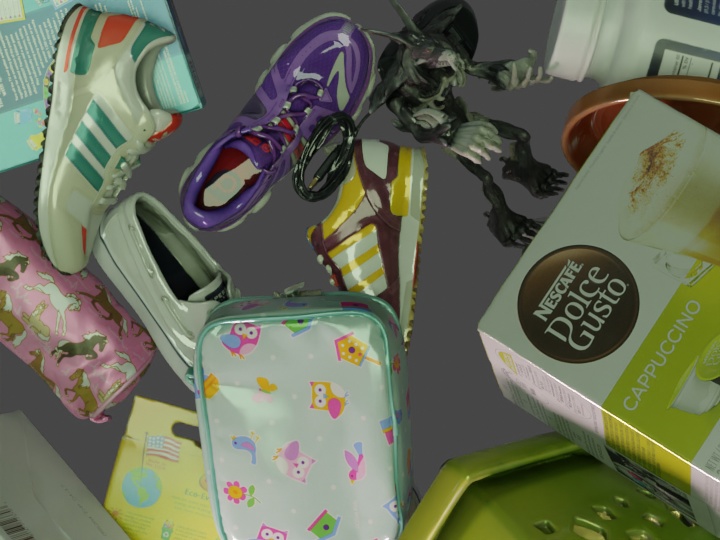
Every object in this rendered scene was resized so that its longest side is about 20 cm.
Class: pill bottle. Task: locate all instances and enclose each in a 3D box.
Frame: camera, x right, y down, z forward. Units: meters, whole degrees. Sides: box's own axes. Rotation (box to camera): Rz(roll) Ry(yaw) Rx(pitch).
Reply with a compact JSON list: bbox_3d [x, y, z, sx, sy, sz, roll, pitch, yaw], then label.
[{"bbox_3d":[0.242,-0.162,1.572,0.199,0.111,0.112,14,98,-2],"label":"pill bottle"}]

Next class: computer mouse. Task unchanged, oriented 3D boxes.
[{"bbox_3d":[0.016,-0.130,1.592,0.200,0.034,0.059,-46,120,-15],"label":"computer mouse"}]

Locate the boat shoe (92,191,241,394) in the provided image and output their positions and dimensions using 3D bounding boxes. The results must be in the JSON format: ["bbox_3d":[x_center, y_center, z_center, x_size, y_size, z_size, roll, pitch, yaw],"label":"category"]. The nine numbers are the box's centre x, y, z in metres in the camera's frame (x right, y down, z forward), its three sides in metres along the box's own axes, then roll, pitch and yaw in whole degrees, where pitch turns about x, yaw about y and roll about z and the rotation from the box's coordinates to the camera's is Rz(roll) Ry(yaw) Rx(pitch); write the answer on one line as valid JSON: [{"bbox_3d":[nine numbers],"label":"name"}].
[{"bbox_3d":[-0.124,0.028,1.610,0.200,0.074,0.065,47,137,-7],"label":"boat shoe"}]

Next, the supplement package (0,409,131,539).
[{"bbox_3d":[-0.261,0.220,1.570,0.200,0.156,0.111,47,107,13],"label":"supplement package"}]

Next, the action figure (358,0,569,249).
[{"bbox_3d":[0.085,-0.117,1.556,0.200,0.102,0.119,52,59,-29],"label":"action figure"}]

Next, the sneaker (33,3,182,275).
[{"bbox_3d":[-0.182,-0.091,1.557,0.093,0.070,0.201,8,96,5],"label":"sneaker"}]

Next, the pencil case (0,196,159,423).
[{"bbox_3d":[-0.246,0.027,1.616,0.200,0.083,0.087,42,126,-6],"label":"pencil case"}]

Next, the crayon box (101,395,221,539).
[{"bbox_3d":[-0.140,0.203,1.655,0.126,0.051,0.201,16,98,-2],"label":"crayon box"}]

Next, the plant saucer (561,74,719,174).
[{"bbox_3d":[0.247,-0.091,1.550,0.199,0.200,0.032,13,69,-2],"label":"plant saucer"}]

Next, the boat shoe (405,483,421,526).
[{"bbox_3d":[0.003,0.257,1.636,0.074,0.086,0.203,16,98,-2],"label":"boat shoe"}]

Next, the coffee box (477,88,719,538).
[{"bbox_3d":[0.219,0.033,1.457,0.197,0.200,0.200,32,81,17],"label":"coffee box"}]

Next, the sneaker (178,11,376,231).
[{"bbox_3d":[-0.060,-0.104,1.596,0.081,0.083,0.200,38,95,-5],"label":"sneaker"}]

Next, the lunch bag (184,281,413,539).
[{"bbox_3d":[-0.045,0.110,1.567,0.160,0.077,0.201,-3,104,10],"label":"lunch bag"}]

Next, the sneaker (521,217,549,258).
[{"bbox_3d":[0.221,0.020,1.623,0.199,0.073,0.112,4,101,8],"label":"sneaker"}]

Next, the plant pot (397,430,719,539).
[{"bbox_3d":[0.132,0.233,1.538,0.182,0.199,0.200,47,125,28],"label":"plant pot"}]

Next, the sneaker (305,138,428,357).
[{"bbox_3d":[0.000,0.000,1.619,0.090,0.075,0.201,7,90,2],"label":"sneaker"}]

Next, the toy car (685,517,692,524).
[{"bbox_3d":[0.289,0.229,1.609,0.199,0.177,0.185,-25,109,16],"label":"toy car"}]

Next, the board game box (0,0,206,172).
[{"bbox_3d":[-0.235,-0.166,1.606,0.199,0.047,0.152,-17,98,3],"label":"board game box"}]
